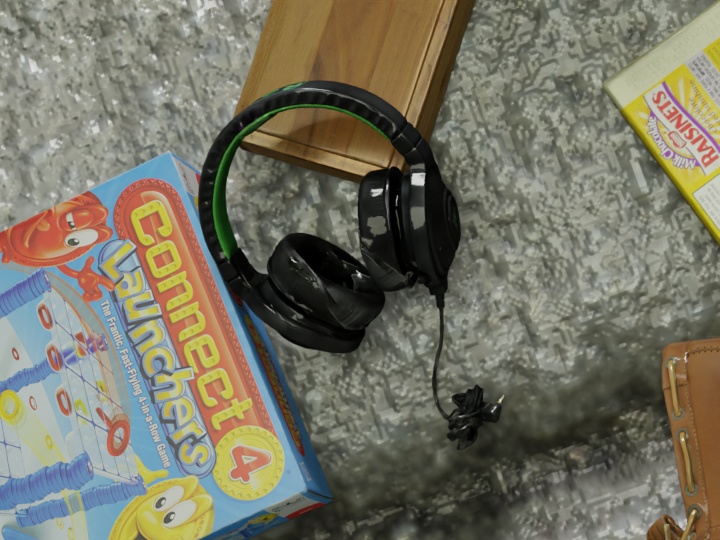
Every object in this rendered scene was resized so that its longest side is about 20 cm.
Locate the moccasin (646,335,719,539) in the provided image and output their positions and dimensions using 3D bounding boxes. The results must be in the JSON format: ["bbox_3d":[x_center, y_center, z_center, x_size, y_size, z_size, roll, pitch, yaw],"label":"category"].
[{"bbox_3d":[0.171,0.132,1.171,0.078,0.074,0.202,-5,82,22],"label":"moccasin"}]

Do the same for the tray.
[{"bbox_3d":[0.008,-0.149,1.278,0.099,0.037,0.200,17,85,16],"label":"tray"}]

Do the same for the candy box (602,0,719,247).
[{"bbox_3d":[0.221,-0.045,1.214,0.102,0.026,0.200,-36,74,7],"label":"candy box"}]

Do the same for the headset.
[{"bbox_3d":[0.000,0.000,1.211,0.123,0.094,0.200,-36,97,18],"label":"headset"}]

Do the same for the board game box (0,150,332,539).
[{"bbox_3d":[-0.143,0.069,1.264,0.196,0.056,0.200,-26,75,8],"label":"board game box"}]
